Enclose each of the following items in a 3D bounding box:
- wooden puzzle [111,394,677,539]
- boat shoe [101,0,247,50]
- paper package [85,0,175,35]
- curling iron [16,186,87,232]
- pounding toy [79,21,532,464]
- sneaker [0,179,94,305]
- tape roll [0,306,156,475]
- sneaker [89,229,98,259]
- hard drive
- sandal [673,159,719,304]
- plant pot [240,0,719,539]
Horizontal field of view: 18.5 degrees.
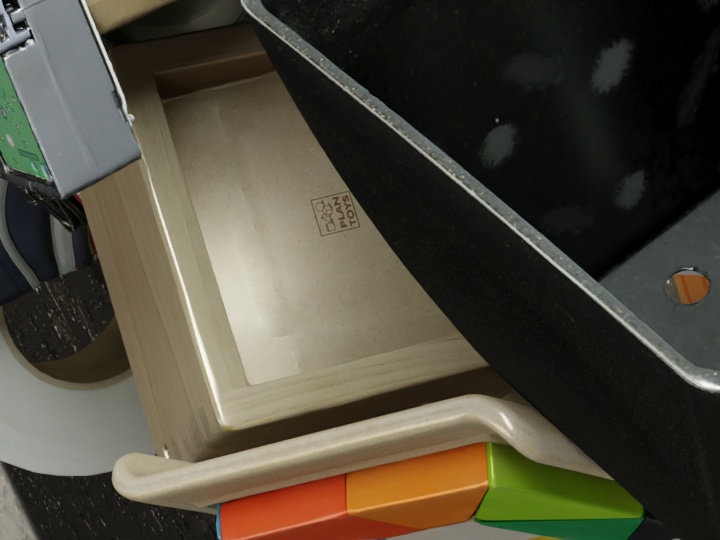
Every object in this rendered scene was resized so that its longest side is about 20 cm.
[{"bbox_3d":[0.037,0.086,0.813,0.200,0.185,0.037,-11,71,41],"label":"wooden puzzle"},{"bbox_3d":[-0.103,-0.136,1.101,0.201,0.070,0.072,23,161,52],"label":"boat shoe"},{"bbox_3d":[-0.075,-0.177,0.817,0.190,0.200,0.104,20,134,55],"label":"paper package"},{"bbox_3d":[-0.088,0.006,1.035,0.200,0.026,0.050,42,163,-9],"label":"curling iron"},{"bbox_3d":[0.000,0.000,0.917,0.142,0.199,0.185,135,119,-65],"label":"pounding toy"},{"bbox_3d":[-0.192,-0.080,1.072,0.070,0.108,0.201,-145,38,-79],"label":"sneaker"},{"bbox_3d":[-0.158,0.006,1.183,0.071,0.202,0.203,15,129,59],"label":"tape roll"},{"bbox_3d":[-0.231,-0.076,1.341,0.200,0.115,0.078,51,154,22],"label":"sneaker"},{"bbox_3d":[-0.153,-0.105,0.761,0.200,0.038,0.140,18,134,59],"label":"hard drive"},{"bbox_3d":[0.116,-0.005,0.794,0.079,0.059,0.207,10,125,60],"label":"sandal"},{"bbox_3d":[0.116,-0.027,0.635,0.199,0.200,0.178,42,162,36],"label":"plant pot"}]
